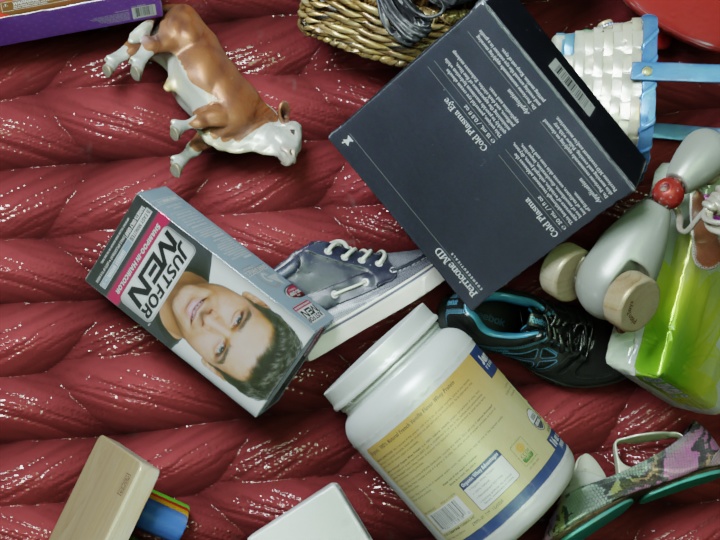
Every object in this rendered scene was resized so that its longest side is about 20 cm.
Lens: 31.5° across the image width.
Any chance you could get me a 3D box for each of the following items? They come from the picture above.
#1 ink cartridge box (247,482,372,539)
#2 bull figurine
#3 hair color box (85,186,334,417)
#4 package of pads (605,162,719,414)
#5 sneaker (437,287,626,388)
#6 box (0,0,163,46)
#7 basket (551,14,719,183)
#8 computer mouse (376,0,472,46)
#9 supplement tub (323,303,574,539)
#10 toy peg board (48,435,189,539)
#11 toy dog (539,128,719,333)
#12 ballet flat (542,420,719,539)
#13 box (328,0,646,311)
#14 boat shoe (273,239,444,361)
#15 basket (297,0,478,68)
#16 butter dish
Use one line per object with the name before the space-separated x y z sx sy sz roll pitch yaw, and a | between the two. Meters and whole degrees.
ink cartridge box | -0.043 0.319 1.126 0.176 0.045 0.201 -33 83 -1
bull figurine | -0.143 -0.158 1.181 0.121 0.065 0.200 -30 76 -35
hair color box | -0.134 0.026 1.136 0.200 0.061 0.099 37 108 7
package of pads | 0.307 0.021 1.185 0.154 0.068 0.201 29 75 -48
sneaker | 0.173 0.063 1.190 0.199 0.082 0.074 12 79 -7
box | -0.292 -0.278 1.175 0.199 0.039 0.137 -12 61 -8
basket | 0.267 -0.157 1.185 0.199 0.176 0.140 8 78 5
computer mouse | 0.088 -0.284 1.115 0.199 0.053 0.139 -27 76 -6
supplement tub | 0.077 0.143 1.136 0.144 0.144 0.200 -42 89 -10
toy peg board | -0.204 0.258 1.069 0.097 0.199 0.201 28 80 -18
toy dog | 0.253 -0.019 1.098 0.199 0.096 0.132 -33 47 5
ballet flat | 0.245 0.196 1.196 0.199 0.069 0.071 -22 67 -13
box | 0.110 -0.105 1.100 0.182 0.104 0.200 -38 94 25
boat shoe | 0.000 0.000 1.179 0.199 0.075 0.093 -31 95 -9
basket | 0.049 -0.278 1.162 0.199 0.150 0.143 13 37 -6
butter dish | 0.316 -0.279 1.231 0.199 0.148 0.200 29 36 -3
